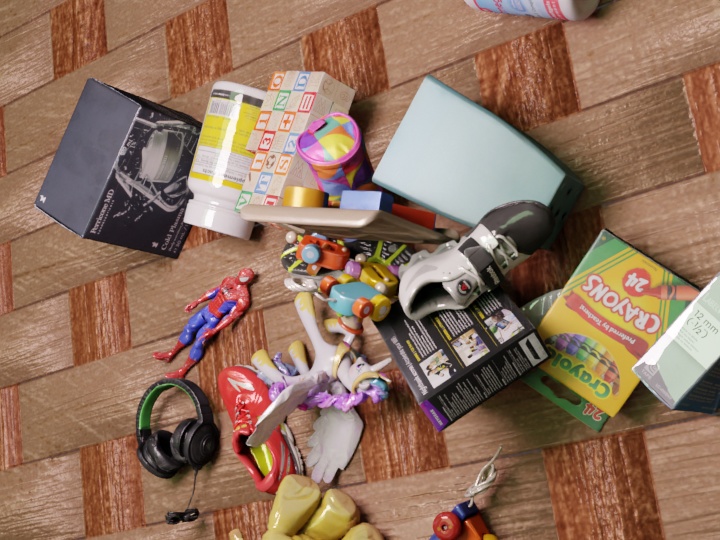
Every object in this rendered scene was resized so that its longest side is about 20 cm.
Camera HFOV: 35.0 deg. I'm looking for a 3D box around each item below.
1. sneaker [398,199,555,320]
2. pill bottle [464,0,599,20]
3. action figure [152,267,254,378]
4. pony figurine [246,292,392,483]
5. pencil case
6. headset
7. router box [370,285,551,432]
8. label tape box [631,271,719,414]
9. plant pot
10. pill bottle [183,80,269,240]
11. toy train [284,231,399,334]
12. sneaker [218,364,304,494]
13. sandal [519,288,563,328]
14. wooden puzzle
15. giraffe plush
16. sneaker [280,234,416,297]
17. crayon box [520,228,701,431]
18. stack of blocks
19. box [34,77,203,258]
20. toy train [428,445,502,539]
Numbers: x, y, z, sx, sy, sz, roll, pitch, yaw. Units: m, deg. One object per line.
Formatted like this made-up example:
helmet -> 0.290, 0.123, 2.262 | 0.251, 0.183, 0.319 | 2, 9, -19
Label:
sneaker -> 0.129, -0.002, 1.259 | 0.200, 0.074, 0.089 | -32, 27, 25
pill bottle -> 0.188, -0.366, 1.388 | 0.200, 0.109, 0.109 | 15, 90, 34
action figure -> -0.216, 0.070, 1.612 | 0.200, 0.052, 0.065 | -47, 55, 15
pony figurine -> -0.058, 0.146, 1.448 | 0.193, 0.166, 0.200 | -53, 43, 5
pencil case -> -0.020, -0.112, 1.427 | 0.088, 0.200, 0.089 | -5, 60, 9
headset -> -0.259, 0.248, 1.577 | 0.123, 0.094, 0.201 | -23, 75, 28
router box -> 0.108, 0.074, 1.291 | 0.149, 0.051, 0.200 | -33, 30, 2
label tape box -> 0.383, 0.053, 1.163 | 0.066, 0.143, 0.200 | 45, 107, 30
plant pot -> 0.150, -0.112, 1.353 | 0.200, 0.141, 0.142 | 33, 100, 24
pill bottle -> -0.174, -0.150, 1.582 | 0.114, 0.114, 0.201 | 15, 90, 34
toy train -> -0.030, 0.017, 1.365 | 0.150, 0.200, 0.056 | 15, 111, -1
sneaker -> -0.141, 0.206, 1.514 | 0.077, 0.085, 0.200 | -41, 62, 20
sandal -> 0.175, 0.091, 1.349 | 0.206, 0.059, 0.079 | -29, 84, 9
wooden puzzle -> -0.008, -0.064, 1.312 | 0.185, 0.200, 0.046 | 5, 88, 35
giraffe plush -> -0.086, 0.379, 1.422 | 0.173, 0.200, 0.162 | 44, 140, 18
sneaker -> 0.000, 0.000, 1.472 | 0.199, 0.076, 0.076 | 12, 67, 19
crayon box -> 0.268, 0.070, 1.268 | 0.127, 0.051, 0.200 | 33, 102, 10
stack of blocks -> -0.094, -0.157, 1.494 | 0.115, 0.058, 0.201 | 12, 80, 50
box -> -0.322, -0.141, 1.628 | 0.124, 0.196, 0.200 | 30, 99, 33
toy train -> 0.143, 0.316, 1.317 | 0.116, 0.085, 0.200 | 41, 104, 21
